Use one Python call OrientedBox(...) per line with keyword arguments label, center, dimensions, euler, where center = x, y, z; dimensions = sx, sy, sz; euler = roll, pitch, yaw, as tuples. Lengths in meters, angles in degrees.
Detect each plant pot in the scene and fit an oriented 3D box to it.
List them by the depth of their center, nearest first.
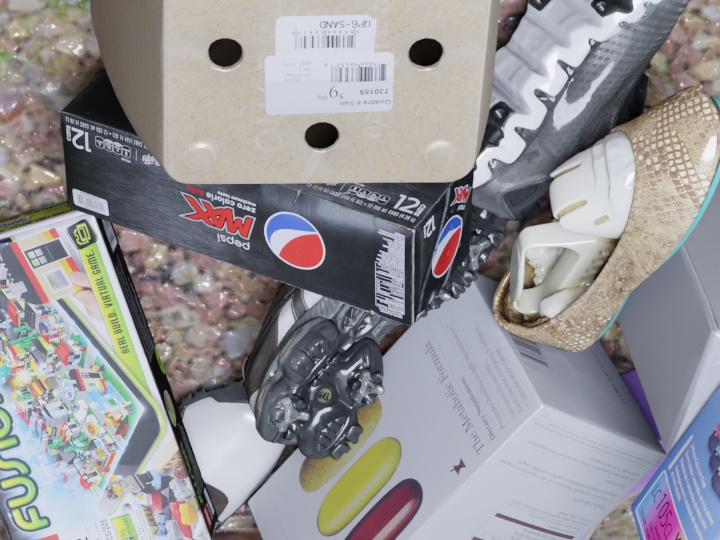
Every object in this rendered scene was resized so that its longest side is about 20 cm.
OrientedBox(label="plant pot", center=(-0.021, -0.144, 0.995), dimensions=(0.199, 0.177, 0.201), euler=(-1, 128, -6))

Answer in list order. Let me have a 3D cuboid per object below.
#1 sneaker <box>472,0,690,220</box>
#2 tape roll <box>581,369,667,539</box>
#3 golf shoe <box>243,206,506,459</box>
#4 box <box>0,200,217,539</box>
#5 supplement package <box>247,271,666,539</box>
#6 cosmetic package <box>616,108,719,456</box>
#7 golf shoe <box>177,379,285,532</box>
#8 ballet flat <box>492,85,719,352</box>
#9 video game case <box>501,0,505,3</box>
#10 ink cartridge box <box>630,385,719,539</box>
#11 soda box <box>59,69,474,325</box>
OrientedBox(label="sneaker", center=(0.117, -0.103, 1.141), dimensions=(0.200, 0.066, 0.090), euler=(-46, 134, 6))
OrientedBox(label="tape roll", center=(0.193, 0.150, 1.365), dimensions=(0.199, 0.066, 0.201), euler=(-4, 129, -5))
OrientedBox(label="golf shoe", center=(0.000, 0.000, 1.210), dimensions=(0.078, 0.094, 0.200), euler=(38, 91, -30))
OrientedBox(label="box", center=(-0.161, 0.068, 1.228), dimensions=(0.110, 0.035, 0.201), euler=(-17, 107, 6))
OrientedBox(label="supplement package", center=(0.050, 0.118, 1.266), dimensions=(0.109, 0.114, 0.200), euler=(23, 118, -40))
OrientedBox(label="cosmetic package", center=(0.191, 0.006, 1.159), dimensions=(0.106, 0.200, 0.090), euler=(7, 128, -13))
OrientedBox(label="golf shoe", center=(-0.108, 0.148, 1.309), dimensions=(0.078, 0.095, 0.200), euler=(32, 117, -27))
OrientedBox(label="ballet flat", center=(0.116, -0.020, 1.119), dimensions=(0.065, 0.071, 0.200), euler=(2, 144, -18))
OrientedBox(label="video game case", center=(-0.013, -0.178, 1.097), dimensions=(0.181, 0.026, 0.200), euler=(-36, 124, 21))
OrientedBox(label="ink cartridge box", center=(0.236, 0.082, 1.055), dimensions=(0.136, 0.076, 0.200), euler=(17, 121, -23))
OrientedBox(label="soda box", center=(-0.046, -0.044, 1.116), dimensions=(0.199, 0.071, 0.064), euler=(20, 133, 20))
